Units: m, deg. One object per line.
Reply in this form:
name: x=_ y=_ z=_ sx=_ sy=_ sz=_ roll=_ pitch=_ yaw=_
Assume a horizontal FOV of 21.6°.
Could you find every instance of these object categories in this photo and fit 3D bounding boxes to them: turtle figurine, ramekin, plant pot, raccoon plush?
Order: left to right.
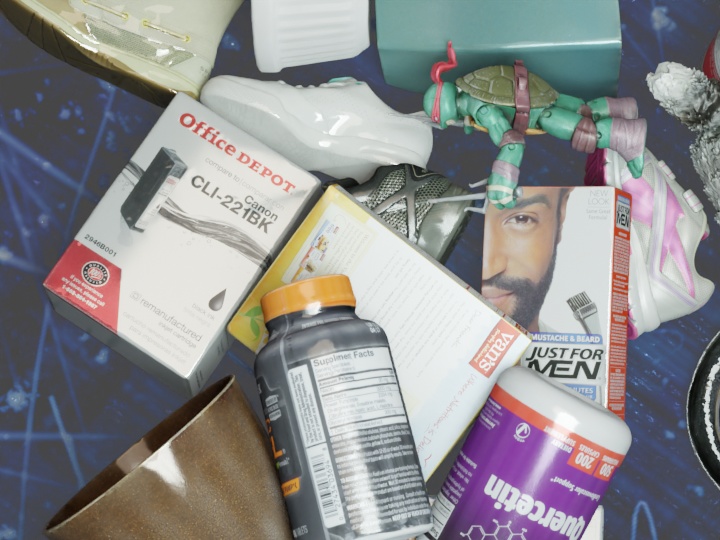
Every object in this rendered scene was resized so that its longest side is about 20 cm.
plant pot: x=-0.109 y=0.217 z=1.444 sx=0.187 sy=0.187 sz=0.200 roll=-39 pitch=95 yaw=-12
ramekin: x=-0.038 y=-0.263 z=1.551 sx=0.093 sy=0.203 sz=0.204 roll=0 pitch=74 yaw=1
plant pot: x=0.112 y=-0.219 z=1.588 sx=0.198 sy=0.141 sz=0.143 roll=-5 pitch=74 yaw=4
turtle figurine: x=0.121 y=-0.113 z=1.489 sx=0.198 sy=0.101 sz=0.150 roll=4 pitch=38 yaw=0
raccoon plush: x=0.288 y=-0.060 z=1.519 sx=0.199 sy=0.097 sz=0.135 roll=24 pitch=66 yaw=-19

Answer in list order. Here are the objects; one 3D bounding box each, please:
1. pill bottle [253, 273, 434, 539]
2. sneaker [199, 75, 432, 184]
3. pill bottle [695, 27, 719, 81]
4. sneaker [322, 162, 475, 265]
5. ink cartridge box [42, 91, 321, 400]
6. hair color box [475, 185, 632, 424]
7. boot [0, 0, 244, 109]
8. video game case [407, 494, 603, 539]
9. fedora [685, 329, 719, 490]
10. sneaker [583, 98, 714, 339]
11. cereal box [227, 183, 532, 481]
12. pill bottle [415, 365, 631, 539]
pill bottle: x=-0.018 y=0.107 z=1.402 sx=0.105 sy=0.106 sz=0.202 roll=-13 pitch=79 yaw=-7
sneaker: x=-0.034 y=-0.132 z=1.594 sx=0.199 sy=0.075 sz=0.089 roll=20 pitch=62 yaw=-5
pill bottle: x=0.345 y=-0.175 z=1.551 sx=0.111 sy=0.200 sz=0.113 roll=1 pitch=75 yaw=-3
sneaker: x=0.000 y=0.000 z=1.539 sx=0.114 sy=0.076 sz=0.200 roll=30 pitch=94 yaw=11
ink cartridge box: x=-0.141 y=-0.021 z=1.542 sx=0.144 sy=0.084 sz=0.201 roll=32 pitch=75 yaw=7
hair color box: x=0.155 y=0.035 z=1.515 sx=0.110 sy=0.064 sz=0.202 roll=1 pitch=85 yaw=22
boot: x=-0.198 y=-0.242 z=1.607 sx=0.199 sy=0.072 sz=0.156 roll=27 pitch=75 yaw=-1
video game case: x=0.098 y=0.282 z=1.491 sx=0.180 sy=0.045 sz=0.202 roll=5 pitch=74 yaw=-3
fedora: x=0.356 y=0.104 z=1.503 sx=0.199 sy=0.092 sz=0.203 roll=-1 pitch=85 yaw=12
sneaker: x=0.242 y=-0.047 z=1.578 sx=0.087 sy=0.081 sz=0.202 roll=-8 pitch=83 yaw=-7
cereal box: x=0.015 y=0.049 z=1.475 sx=0.200 sy=0.040 sz=0.144 roll=38 pitch=98 yaw=3
pill bottle: x=0.114 y=0.181 z=1.424 sx=0.112 sy=0.112 sz=0.201 roll=27 pitch=94 yaw=5
